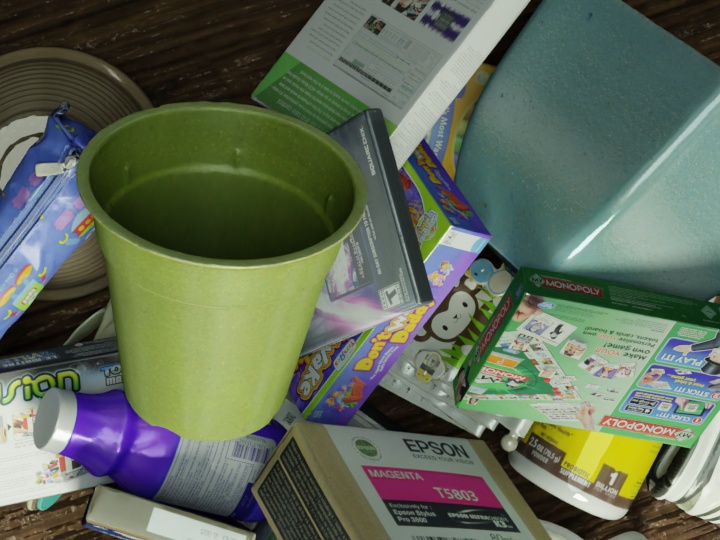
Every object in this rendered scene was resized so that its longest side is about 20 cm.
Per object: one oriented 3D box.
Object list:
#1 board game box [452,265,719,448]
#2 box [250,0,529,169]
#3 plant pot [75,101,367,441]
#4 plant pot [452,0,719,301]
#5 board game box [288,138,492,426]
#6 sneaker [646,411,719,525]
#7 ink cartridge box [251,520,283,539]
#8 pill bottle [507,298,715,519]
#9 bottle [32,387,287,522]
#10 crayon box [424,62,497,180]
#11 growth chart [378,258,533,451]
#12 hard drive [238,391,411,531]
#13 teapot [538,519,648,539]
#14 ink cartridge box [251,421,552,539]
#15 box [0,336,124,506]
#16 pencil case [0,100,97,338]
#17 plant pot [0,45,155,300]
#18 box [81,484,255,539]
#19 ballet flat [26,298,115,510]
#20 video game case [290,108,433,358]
[{"bbox_3d":[0.184,0.067,1.276,0.199,0.029,0.135,11,136,-17],"label":"board game box"},{"bbox_3d":[0.025,-0.173,1.306,0.200,0.144,0.036,-51,140,-2],"label":"box"},{"bbox_3d":[-0.106,0.012,1.233,0.198,0.201,0.191,5,126,-6],"label":"plant pot"},{"bbox_3d":[0.187,-0.066,1.305,0.200,0.196,0.196,-48,139,3],"label":"plant pot"},{"bbox_3d":[0.000,0.000,1.324,0.045,0.135,0.200,13,123,-41],"label":"board game box"},{"bbox_3d":[0.334,0.124,1.441,0.115,0.076,0.201,29,100,-16],"label":"sneaker"},{"bbox_3d":[-0.074,0.271,1.344,0.087,0.145,0.200,34,111,-5],"label":"ink cartridge box"},{"bbox_3d":[0.208,0.091,1.398,0.109,0.109,0.201,26,93,-7],"label":"pill bottle"},{"bbox_3d":[-0.148,0.134,1.311,0.199,0.065,0.084,17,102,-30],"label":"bottle"},{"bbox_3d":[0.069,-0.109,1.394,0.199,0.052,0.127,14,94,-7],"label":"crayon box"},{"bbox_3d":[0.073,0.054,1.395,0.199,0.018,0.146,22,92,17],"label":"growth chart"},{"bbox_3d":[-0.048,0.155,1.405,0.200,0.038,0.140,36,102,-7],"label":"hard drive"},{"bbox_3d":[0.133,0.302,1.399,0.198,0.146,0.199,-1,62,14],"label":"teapot"},{"bbox_3d":[0.042,0.197,1.275,0.199,0.165,0.075,9,124,-39],"label":"ink cartridge box"},{"bbox_3d":[-0.242,0.117,1.318,0.199,0.035,0.111,-9,111,-24],"label":"box"},{"bbox_3d":[-0.249,-0.023,1.261,0.078,0.087,0.200,40,91,3],"label":"pencil case"},{"bbox_3d":[-0.245,-0.074,1.348,0.199,0.093,0.203,0,95,-5],"label":"plant pot"},{"bbox_3d":[-0.152,0.198,1.329,0.120,0.200,0.033,18,79,-7],"label":"box"},{"bbox_3d":[-0.223,0.095,1.387,0.069,0.069,0.201,35,90,-8],"label":"ballet flat"},{"bbox_3d":[-0.033,-0.017,1.280,0.019,0.199,0.144,-7,78,-42],"label":"video game case"}]
